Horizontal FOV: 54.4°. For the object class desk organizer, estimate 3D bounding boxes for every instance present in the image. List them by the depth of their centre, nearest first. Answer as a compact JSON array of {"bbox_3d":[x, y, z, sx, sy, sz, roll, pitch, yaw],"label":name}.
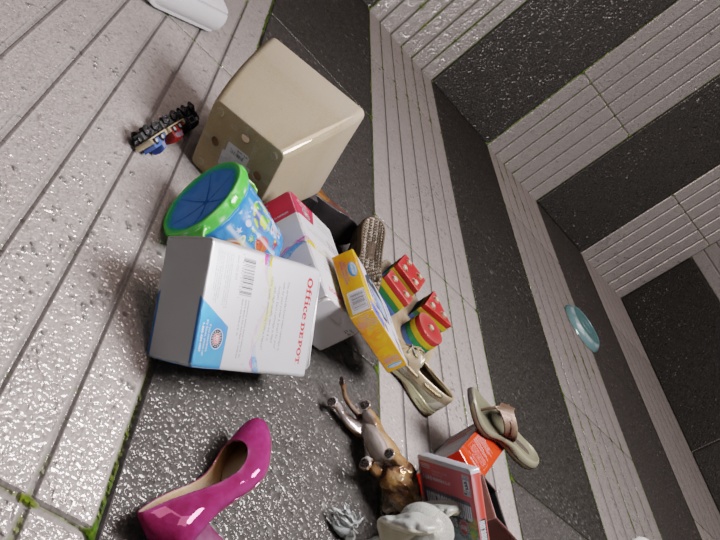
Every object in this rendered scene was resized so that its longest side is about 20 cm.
[{"bbox_3d":[0.186,0.382,1.056,0.200,0.077,0.072,53,18,-46],"label":"desk organizer"}]

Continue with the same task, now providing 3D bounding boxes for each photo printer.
[{"bbox_3d":[-0.364,-0.564,1.357,0.200,0.069,0.167,1,57,-60],"label":"photo printer"}]

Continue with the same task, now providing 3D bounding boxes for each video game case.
[{"bbox_3d":[0.127,0.349,0.918,0.017,0.143,0.201,-7,87,-23],"label":"video game case"}]

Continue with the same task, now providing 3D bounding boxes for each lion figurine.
[{"bbox_3d":[0.025,0.252,1.003,0.123,0.072,0.201,53,10,-51],"label":"lion figurine"}]

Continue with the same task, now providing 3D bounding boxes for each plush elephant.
[{"bbox_3d":[0.063,0.348,0.840,0.164,0.155,0.201,2,57,-61],"label":"plush elephant"}]

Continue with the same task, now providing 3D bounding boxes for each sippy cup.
[{"bbox_3d":[-0.180,-0.059,0.977,0.178,0.139,0.130,-56,128,-20],"label":"sippy cup"}]

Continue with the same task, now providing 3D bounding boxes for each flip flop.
[{"bbox_3d":[0.243,0.256,1.164,0.200,0.057,0.081,45,25,-20],"label":"flip flop"}]

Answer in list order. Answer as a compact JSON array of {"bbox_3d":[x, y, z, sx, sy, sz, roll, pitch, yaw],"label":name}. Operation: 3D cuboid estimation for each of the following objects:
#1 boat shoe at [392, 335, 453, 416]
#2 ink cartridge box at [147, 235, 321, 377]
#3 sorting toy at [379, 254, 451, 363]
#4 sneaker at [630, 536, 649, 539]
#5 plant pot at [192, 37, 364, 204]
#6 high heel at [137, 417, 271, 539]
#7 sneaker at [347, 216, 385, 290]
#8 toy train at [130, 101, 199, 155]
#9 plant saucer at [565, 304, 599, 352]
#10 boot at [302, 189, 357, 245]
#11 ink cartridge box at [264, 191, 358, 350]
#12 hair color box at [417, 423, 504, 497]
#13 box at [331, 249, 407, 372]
[{"bbox_3d":[0.090,0.162,1.245,0.200,0.065,0.072,55,24,1],"label":"boat shoe"},{"bbox_3d":[-0.147,0.049,0.864,0.200,0.084,0.145,17,79,-52],"label":"ink cartridge box"},{"bbox_3d":[0.098,0.074,1.371,0.199,0.069,0.200,53,24,-3],"label":"sorting toy"},{"bbox_3d":[0.682,0.722,1.608,0.200,0.076,0.115,50,27,15],"label":"sneaker"},{"bbox_3d":[-0.149,-0.213,1.123,0.200,0.200,0.177,39,41,2],"label":"plant pot"},{"bbox_3d":[-0.158,0.209,0.732,0.096,0.067,0.200,56,35,-23],"label":"high heel"},{"bbox_3d":[0.000,0.000,1.279,0.070,0.076,0.201,24,60,-12],"label":"sneaker"},{"bbox_3d":[-0.295,-0.217,1.079,0.046,0.034,0.200,60,21,-17],"label":"toy train"},{"bbox_3d":[0.819,0.207,2.570,0.200,0.027,0.201,41,27,-26],"label":"plant saucer"},{"bbox_3d":[-0.092,-0.153,1.359,0.188,0.069,0.200,25,29,-35],"label":"boot"},{"bbox_3d":[-0.083,0.001,1.080,0.148,0.085,0.201,47,21,-57],"label":"ink cartridge box"},{"bbox_3d":[0.169,0.309,1.155,0.061,0.101,0.200,57,25,9],"label":"hair color box"},{"bbox_3d":[0.019,0.071,1.086,0.200,0.041,0.119,56,12,-51],"label":"box"}]
